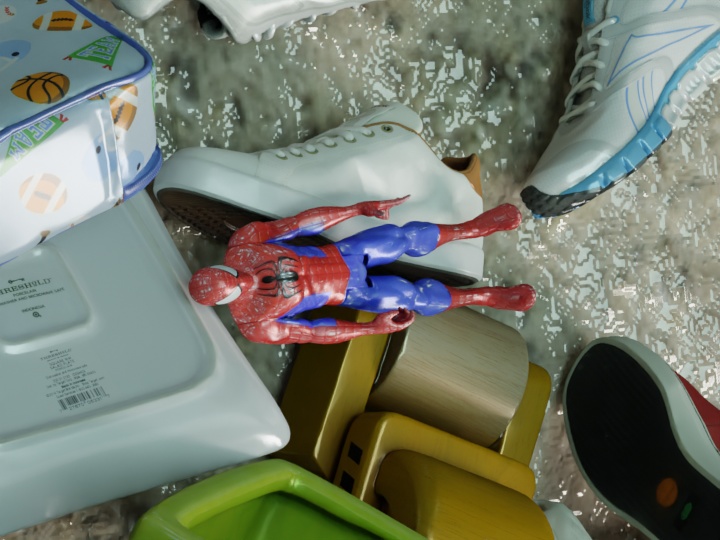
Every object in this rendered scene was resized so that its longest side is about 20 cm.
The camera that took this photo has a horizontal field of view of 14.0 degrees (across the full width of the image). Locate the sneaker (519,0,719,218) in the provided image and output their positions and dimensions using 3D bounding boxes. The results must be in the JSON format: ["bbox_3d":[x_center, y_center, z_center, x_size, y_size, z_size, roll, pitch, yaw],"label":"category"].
[{"bbox_3d":[0.136,-0.108,1.561,0.087,0.075,0.200,50,57,-11],"label":"sneaker"}]

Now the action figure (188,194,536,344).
[{"bbox_3d":[0.000,0.000,1.397,0.200,0.052,0.066,-7,89,-38],"label":"action figure"}]

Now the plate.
[{"bbox_3d":[-0.154,0.020,1.331,0.199,0.032,0.200,-15,59,-31],"label":"plate"}]

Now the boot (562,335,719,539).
[{"bbox_3d":[0.201,0.114,1.534,0.144,0.200,0.072,13,117,-40],"label":"boot"}]

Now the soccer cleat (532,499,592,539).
[{"bbox_3d":[0.110,0.175,1.458,0.078,0.200,0.069,26,102,-14],"label":"soccer cleat"}]

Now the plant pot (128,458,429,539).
[{"bbox_3d":[-0.021,0.214,1.262,0.200,0.199,0.182,29,100,12],"label":"plant pot"}]

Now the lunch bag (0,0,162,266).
[{"bbox_3d":[-0.195,-0.065,1.311,0.200,0.160,0.076,-27,132,-31],"label":"lunch bag"}]

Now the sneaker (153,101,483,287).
[{"bbox_3d":[-0.019,-0.049,1.462,0.200,0.073,0.085,14,78,-41],"label":"sneaker"}]

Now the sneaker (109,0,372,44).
[{"bbox_3d":[-0.039,-0.151,1.457,0.200,0.075,0.081,7,98,-28],"label":"sneaker"}]

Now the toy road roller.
[{"bbox_3d":[0.036,0.107,1.438,0.123,0.146,0.200,23,76,-28],"label":"toy road roller"}]
